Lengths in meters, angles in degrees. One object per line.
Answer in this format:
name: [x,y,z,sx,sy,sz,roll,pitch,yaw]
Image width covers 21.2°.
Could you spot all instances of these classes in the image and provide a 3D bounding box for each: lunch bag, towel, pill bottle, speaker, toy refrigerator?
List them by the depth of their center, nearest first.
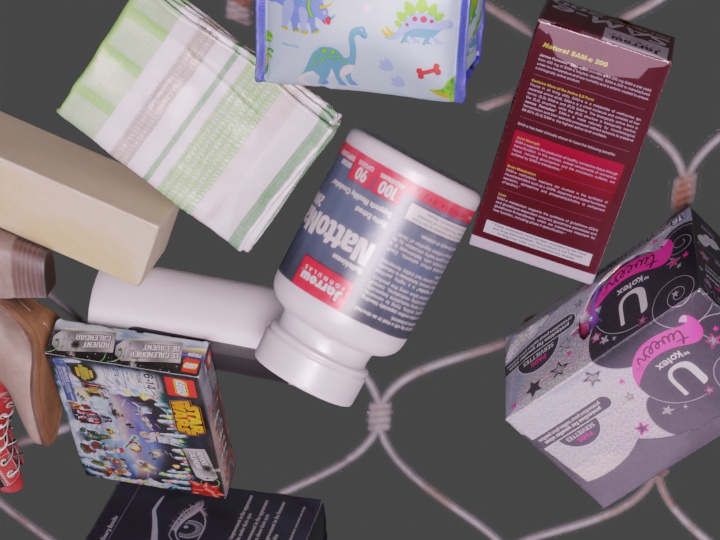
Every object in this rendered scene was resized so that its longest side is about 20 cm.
lunch bag: [0.010,-0.238,1.442,0.169,0.128,0.201,7,117,8]
pill bottle: [0.000,0.000,1.530,0.119,0.120,0.201,27,96,-1]
towel: [-0.134,-0.125,1.576,0.199,0.031,0.150,36,108,-5]
toy refrigerator: [-0.259,-0.063,1.623,0.199,0.076,0.070,23,119,1]
speaker: [-0.130,0.044,1.642,0.198,0.081,0.082,10,118,8]

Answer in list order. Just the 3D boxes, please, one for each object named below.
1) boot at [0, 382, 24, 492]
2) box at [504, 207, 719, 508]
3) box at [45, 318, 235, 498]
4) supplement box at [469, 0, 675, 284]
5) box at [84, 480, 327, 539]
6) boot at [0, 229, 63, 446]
boot: [-0.320,0.126,1.740,0.199,0.073,0.145,-29,114,23]
box: [0.227,0.072,1.533,0.200,0.115,0.132,-37,116,26]
box: [-0.188,0.123,1.668,0.136,0.040,0.201,7,144,10]
supplement box: [0.165,-0.101,1.509,0.108,0.061,0.201,19,119,3]
box: [-0.143,0.273,1.719,0.198,0.148,0.105,6,118,12]
boot: [-0.330,0.048,1.633,0.145,0.070,0.202,4,107,10]
